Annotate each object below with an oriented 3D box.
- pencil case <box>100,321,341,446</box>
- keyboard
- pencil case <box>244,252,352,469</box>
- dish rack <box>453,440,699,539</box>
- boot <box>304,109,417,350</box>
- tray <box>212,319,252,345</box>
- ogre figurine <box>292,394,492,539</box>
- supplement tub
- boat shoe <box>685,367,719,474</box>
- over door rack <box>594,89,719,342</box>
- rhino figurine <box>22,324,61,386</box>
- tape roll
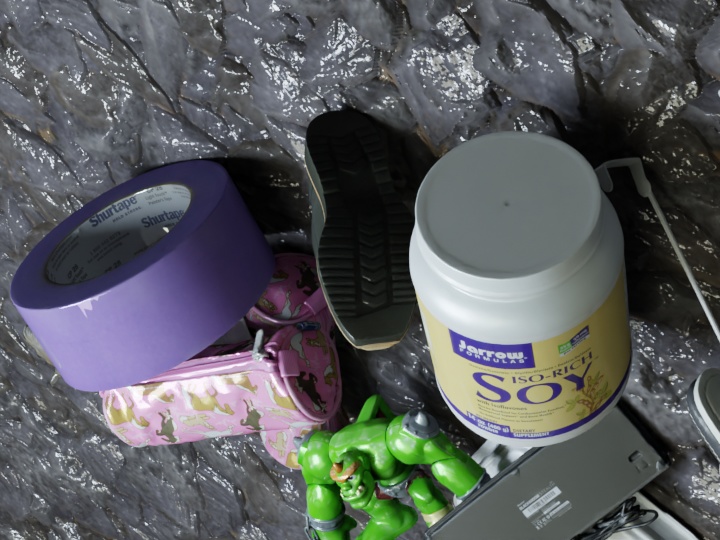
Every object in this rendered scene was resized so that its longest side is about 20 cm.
[{"bbox_3d":[-0.113,0.092,1.500,0.200,0.083,0.087,-11,108,33],"label":"pencil case"},{"bbox_3d":[0.154,0.188,1.495,0.200,0.040,0.104,-39,94,18],"label":"keyboard"},{"bbox_3d":[-0.052,0.077,1.589,0.086,0.083,0.200,3,134,8],"label":"pencil case"},{"bbox_3d":[0.173,0.219,1.571,0.200,0.044,0.172,39,145,3],"label":"dish rack"},{"bbox_3d":[0.000,0.000,1.400,0.077,0.200,0.139,-2,144,-6],"label":"boot"},{"bbox_3d":[-0.137,0.060,1.624,0.200,0.022,0.108,10,125,63],"label":"tray"},{"bbox_3d":[0.022,0.174,1.562,0.200,0.098,0.120,-1,125,53],"label":"ogre figurine"},{"bbox_3d":[0.111,0.014,1.296,0.145,0.146,0.200,21,151,24],"label":"supplement tub"},{"bbox_3d":[0.297,0.152,1.368,0.200,0.074,0.060,42,140,-17],"label":"boat shoe"},{"bbox_3d":[0.265,-0.022,1.224,0.200,0.067,0.148,56,143,2],"label":"over door rack"},{"bbox_3d":[-0.259,0.079,1.793,0.200,0.060,0.087,0,139,46],"label":"rhino figurine"},{"bbox_3d":[-0.175,0.002,1.516,0.200,0.200,0.085,-3,126,44],"label":"tape roll"}]
